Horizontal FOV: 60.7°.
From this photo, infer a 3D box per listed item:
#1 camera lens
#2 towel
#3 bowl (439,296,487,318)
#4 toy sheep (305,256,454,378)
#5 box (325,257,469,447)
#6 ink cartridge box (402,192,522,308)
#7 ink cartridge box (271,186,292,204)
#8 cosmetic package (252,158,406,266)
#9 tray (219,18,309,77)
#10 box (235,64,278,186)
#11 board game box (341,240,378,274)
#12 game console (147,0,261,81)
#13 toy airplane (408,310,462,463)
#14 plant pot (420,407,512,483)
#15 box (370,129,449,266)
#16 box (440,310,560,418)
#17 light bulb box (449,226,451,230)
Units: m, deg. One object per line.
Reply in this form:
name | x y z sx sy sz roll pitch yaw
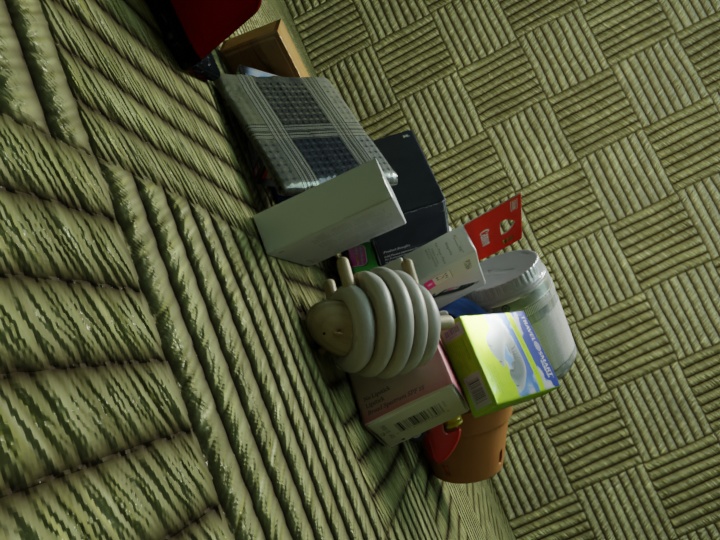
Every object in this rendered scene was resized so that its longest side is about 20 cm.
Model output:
camera lens | 0.263 0.089 1.037 0.160 0.157 0.204 -91 157 -74
towel | -0.069 -0.174 0.783 0.190 0.035 0.202 -12 61 -40
bowl | 0.179 0.138 1.014 0.201 0.039 0.203 46 -26 30
toy sheep | 0.028 0.058 0.715 0.137 0.195 0.142 178 -90 -65
box | 0.047 0.110 0.832 0.109 0.126 0.203 54 13 -54
ink cartridge box | 0.157 -0.017 0.861 0.044 0.171 0.200 65 8 19
ink cartridge box | -0.082 -0.107 0.922 0.200 0.043 0.096 51 18 -68
cosmetic package | -0.027 -0.061 0.742 0.053 0.148 0.200 65 6 7
tray | -0.119 -0.265 0.932 0.202 0.096 0.038 60 26 -42
box | -0.102 -0.187 0.818 0.108 0.035 0.203 7 47 -32
board game box | 0.000 0.000 1.042 0.202 0.039 0.155 -107 -173 -49
game console | -0.173 -0.323 0.636 0.172 0.117 0.204 -72 138 -80
toy airplane | 0.131 0.163 0.954 0.202 0.137 0.203 -99 -165 -51
plant pot | 0.185 0.292 1.130 0.200 0.195 0.144 -71 153 -81
box | 0.068 -0.083 1.014 0.202 0.121 0.199 -106 -178 -46
box | 0.200 0.122 0.849 0.197 0.047 0.124 0 61 -47
light bulb box | 0.111 0.039 1.194 0.122 0.199 0.203 10 43 -32
